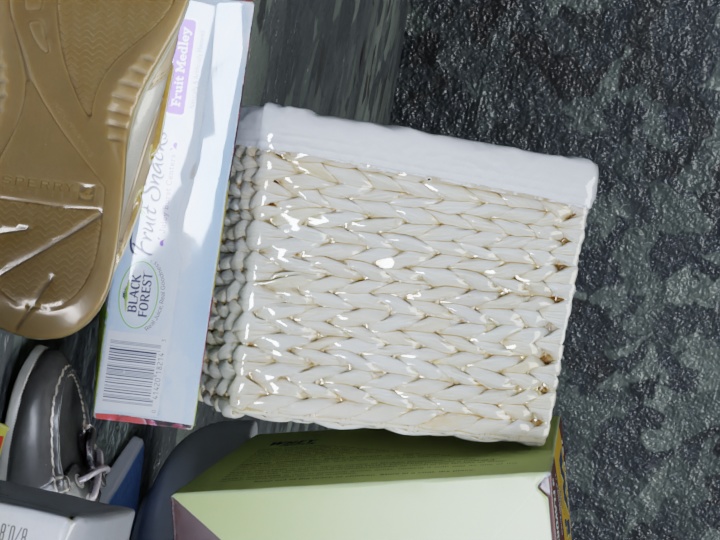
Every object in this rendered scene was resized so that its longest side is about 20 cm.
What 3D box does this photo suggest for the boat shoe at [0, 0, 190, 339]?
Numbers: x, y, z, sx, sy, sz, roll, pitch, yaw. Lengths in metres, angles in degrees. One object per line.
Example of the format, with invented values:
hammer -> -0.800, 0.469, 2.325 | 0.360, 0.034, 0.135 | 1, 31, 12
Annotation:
boat shoe -> -0.109, -0.070, 0.610 | 0.069, 0.073, 0.201 | 138, -34, -77

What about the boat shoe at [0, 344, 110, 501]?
boat shoe -> -0.139, 0.129, 0.755 | 0.067, 0.057, 0.201 | -70, 170, -66

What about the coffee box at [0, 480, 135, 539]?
coffee box -> -0.139, 0.150, 0.410 | 0.080, 0.114, 0.201 | 70, 31, -83

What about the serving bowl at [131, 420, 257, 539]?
serving bowl -> -0.115, 0.193, 1.037 | 0.200, 0.065, 0.201 | 9, 90, -90

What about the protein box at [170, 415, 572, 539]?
protein box -> 0.019, 0.167, 0.895 | 0.200, 0.197, 0.136 | -20, 105, -81

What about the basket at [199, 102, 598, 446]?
basket -> 0.000, 0.000, 0.899 | 0.198, 0.199, 0.162 | -170, -94, -69

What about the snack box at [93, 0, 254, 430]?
snack box -> -0.093, -0.044, 0.772 | 0.142, 0.053, 0.201 | -117, -144, -71

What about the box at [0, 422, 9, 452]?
box -> -0.163, 0.140, 0.495 | 0.075, 0.050, 0.201 | 68, 33, -81

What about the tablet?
tablet -> -0.163, 0.216, 0.978 | 0.130, 0.014, 0.201 | -69, 169, -68
